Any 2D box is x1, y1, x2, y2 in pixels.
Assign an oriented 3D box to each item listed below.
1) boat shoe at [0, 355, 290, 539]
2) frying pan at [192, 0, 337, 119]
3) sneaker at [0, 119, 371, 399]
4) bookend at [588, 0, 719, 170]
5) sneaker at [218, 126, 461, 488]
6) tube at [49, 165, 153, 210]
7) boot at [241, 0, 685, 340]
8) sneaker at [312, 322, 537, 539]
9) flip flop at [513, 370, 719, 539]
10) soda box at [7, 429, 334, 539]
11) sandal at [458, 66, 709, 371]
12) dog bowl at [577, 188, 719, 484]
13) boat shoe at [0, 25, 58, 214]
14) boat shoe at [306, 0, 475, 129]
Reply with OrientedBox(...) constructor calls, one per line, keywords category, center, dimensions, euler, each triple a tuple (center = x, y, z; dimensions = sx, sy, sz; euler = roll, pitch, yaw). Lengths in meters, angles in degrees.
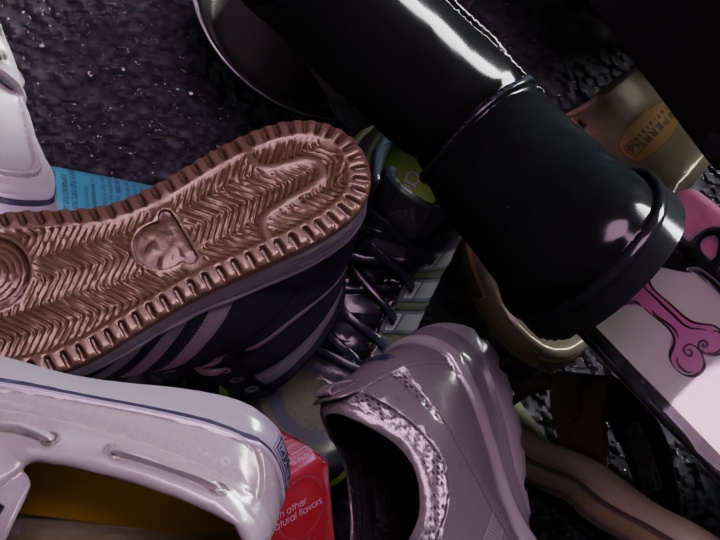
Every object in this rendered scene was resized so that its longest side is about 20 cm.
OrientedBox(category="boat shoe", center=(-0.128, 0.081, 0.869), dimensions=(0.201, 0.075, 0.086), euler=(8, 31, 2))
OrientedBox(category="frying pan", center=(0.005, -0.100, 1.166), dimensions=(0.190, 0.031, 0.115), euler=(25, 53, -17))
OrientedBox(category="sneaker", center=(-0.089, 0.018, 0.969), dimensions=(0.199, 0.109, 0.070), euler=(-21, 66, -12))
OrientedBox(category="bookend", center=(0.195, -0.154, 1.182), dimensions=(0.200, 0.092, 0.199), euler=(-6, 54, -45))
OrientedBox(category="sneaker", center=(0.000, 0.000, 1.055), dimensions=(0.074, 0.081, 0.200), euler=(24, 59, -6))
OrientedBox(category="tube", center=(-0.157, -0.026, 1.053), dimensions=(0.199, 0.050, 0.078), euler=(9, 39, -14))
OrientedBox(category="boot", center=(0.030, -0.066, 0.946), dimensions=(0.073, 0.198, 0.162), euler=(-44, 106, 4))
OrientedBox(category="sneaker", center=(0.030, 0.124, 0.963), dimensions=(0.082, 0.075, 0.201), euler=(-15, 83, -40))
OrientedBox(category="flip flop", center=(0.098, 0.074, 1.003), dimensions=(0.081, 0.200, 0.058), euler=(41, 86, -34))
OrientedBox(category="soda box", center=(-0.099, 0.124, 0.926), dimensions=(0.063, 0.070, 0.200), euler=(21, 36, 41))
OrientedBox(category="sandal", center=(0.110, -0.037, 1.135), dimensions=(0.080, 0.054, 0.200), euler=(42, 52, 1))
OrientedBox(category="dog bowl", center=(0.160, 0.050, 0.995), dimensions=(0.074, 0.200, 0.200), euler=(-44, 73, 4))
OrientedBox(category="boat shoe", center=(-0.175, -0.082, 1.023), dimensions=(0.073, 0.067, 0.200), euler=(4, 28, -39))
OrientedBox(category="boat shoe", center=(0.015, -0.123, 1.131), dimensions=(0.072, 0.066, 0.201), euler=(0, 26, 18))
